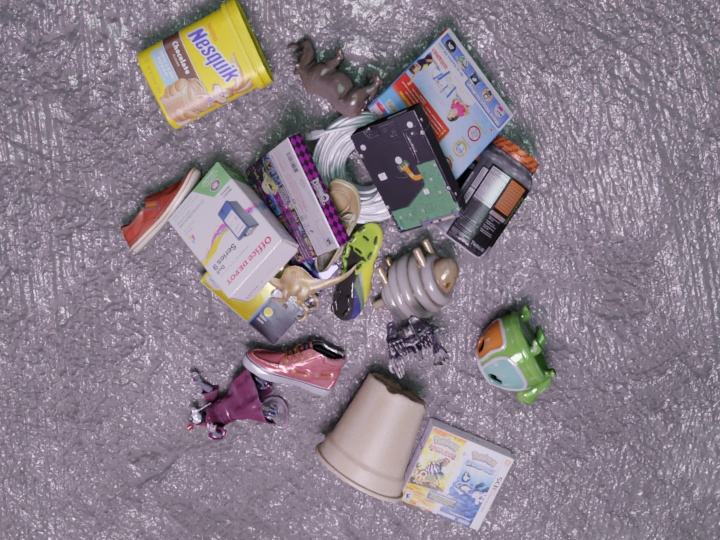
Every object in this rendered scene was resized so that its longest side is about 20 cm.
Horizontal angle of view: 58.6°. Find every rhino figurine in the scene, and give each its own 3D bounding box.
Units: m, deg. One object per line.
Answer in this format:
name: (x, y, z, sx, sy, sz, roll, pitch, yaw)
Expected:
rhino figurine: (-0.057, -0.347, 1.136, 0.198, 0.060, 0.088, 37, 94, 13)

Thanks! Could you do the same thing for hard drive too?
hard drive: (0.085, -0.171, 1.105, 0.137, 0.038, 0.203, -13, 117, 37)

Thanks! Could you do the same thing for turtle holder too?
turtle holder: (0.307, 0.172, 1.273, 0.129, 0.144, 0.185, -27, 145, 19)

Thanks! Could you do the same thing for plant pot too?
plant pot: (0.036, 0.315, 1.265, 0.197, 0.200, 0.187, 27, 91, -9)

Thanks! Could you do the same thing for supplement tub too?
supplement tub: (0.234, -0.136, 1.185, 0.121, 0.123, 0.202, 32, 100, -10)

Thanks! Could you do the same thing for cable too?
cable: (0.006, -0.190, 1.189, 0.195, 0.069, 0.205, -21, 105, 2)

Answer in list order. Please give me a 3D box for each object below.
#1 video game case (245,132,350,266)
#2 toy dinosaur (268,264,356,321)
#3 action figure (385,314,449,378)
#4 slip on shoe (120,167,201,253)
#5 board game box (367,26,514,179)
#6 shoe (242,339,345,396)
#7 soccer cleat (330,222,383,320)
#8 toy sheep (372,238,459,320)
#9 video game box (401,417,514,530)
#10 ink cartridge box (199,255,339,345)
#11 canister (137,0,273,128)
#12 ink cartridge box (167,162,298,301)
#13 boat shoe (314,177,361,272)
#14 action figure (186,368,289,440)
video game case: (-0.116, -0.118, 1.142, 0.035, 0.180, 0.204, -30, 96, -35)
toy dinosaur: (-0.105, 0.037, 1.192, 0.193, 0.059, 0.104, 2, 119, 7)
action figure: (0.099, 0.145, 1.204, 0.116, 0.200, 0.105, -19, 74, 6)
slip on shoe: (-0.371, -0.120, 1.189, 0.199, 0.074, 0.061, -43, 99, 13)
board game box: (0.146, -0.283, 1.143, 0.196, 0.056, 0.201, -45, 103, -14)
shoe: (-0.128, 0.173, 1.264, 0.196, 0.072, 0.093, 21, 110, -17)
soccer cleat: (-0.001, 0.000, 1.231, 0.064, 0.083, 0.205, 28, 111, 24)
toy sheep: (0.101, 0.028, 1.220, 0.197, 0.138, 0.140, -24, 106, 34)
video game box: (0.202, 0.435, 1.366, 0.195, 0.047, 0.186, 22, 99, -8)
ink cartridge box: (-0.174, 0.008, 1.242, 0.197, 0.047, 0.201, 41, 101, -11)
canister: (-0.271, -0.357, 1.126, 0.196, 0.087, 0.152, -25, 104, 5)
ink cartridge box: (-0.228, -0.067, 1.157, 0.145, 0.087, 0.201, -44, 75, 8)
boat shoe: (-0.048, -0.078, 1.164, 0.071, 0.064, 0.203, 23, 140, 0)
action figure: (-0.264, 0.272, 1.293, 0.196, 0.137, 0.149, -25, 147, 16)
